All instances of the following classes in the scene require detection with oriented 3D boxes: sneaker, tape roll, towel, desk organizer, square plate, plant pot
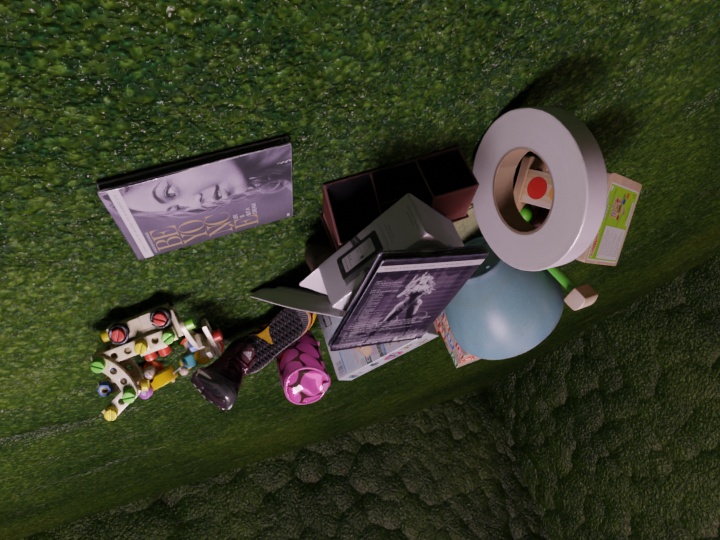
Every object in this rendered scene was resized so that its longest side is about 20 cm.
[{"bbox_3d":[0.000,0.000,0.858,0.199,0.076,0.071,24,107,-42],"label":"sneaker"},{"bbox_3d":[0.215,-0.101,0.699,0.037,0.205,0.203,-11,156,-27],"label":"tape roll"},{"bbox_3d":[-0.213,0.159,0.915,0.115,0.076,0.199,-41,-168,-24],"label":"sneaker"},{"bbox_3d":[0.179,-0.084,0.902,0.147,0.037,0.200,-36,158,7],"label":"towel"},{"bbox_3d":[0.050,-0.091,0.738,0.197,0.073,0.077,-18,156,-12],"label":"desk organizer"},{"bbox_3d":[-0.160,0.126,1.028,0.199,0.071,0.090,-34,174,18],"label":"sneaker"},{"bbox_3d":[-0.047,0.054,0.918,0.198,0.029,0.197,9,179,37],"label":"square plate"},{"bbox_3d":[0.216,0.023,0.916,0.198,0.201,0.135,-28,125,13],"label":"plant pot"}]

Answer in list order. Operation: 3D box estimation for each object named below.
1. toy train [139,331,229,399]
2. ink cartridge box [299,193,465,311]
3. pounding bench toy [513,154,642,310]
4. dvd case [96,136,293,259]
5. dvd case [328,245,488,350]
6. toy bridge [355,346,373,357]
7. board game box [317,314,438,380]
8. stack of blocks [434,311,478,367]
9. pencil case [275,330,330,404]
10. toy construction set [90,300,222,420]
[{"bbox_3d":[-0.334,0.161,0.982,0.198,0.056,0.150,-30,-173,-9],"label":"toy train"},{"bbox_3d":[0.029,0.001,0.730,0.199,0.069,0.115,-38,146,24],"label":"ink cartridge box"},{"bbox_3d":[0.303,-0.058,0.853,0.123,0.155,0.203,2,106,-45],"label":"pounding bench toy"},{"bbox_3d":[-0.172,-0.077,0.627,0.197,0.016,0.149,-17,158,-13],"label":"dvd case"},{"bbox_3d":[0.054,0.038,0.706,0.146,0.016,0.201,-4,146,-27],"label":"dvd case"},{"bbox_3d":[0.052,0.033,0.830,0.201,0.027,0.067,-50,141,-11],"label":"toy bridge"},{"bbox_3d":[0.028,0.099,1.053,0.198,0.149,0.064,-30,156,20],"label":"board game box"},{"bbox_3d":[0.175,0.080,1.081,0.058,0.202,0.116,-19,158,-8],"label":"stack of blocks"},{"bbox_3d":[-0.109,0.173,1.047,0.092,0.200,0.092,18,104,-17],"label":"pencil case"},{"bbox_3d":[-0.302,0.120,0.815,0.198,0.133,0.092,-25,-162,-18],"label":"toy construction set"}]
